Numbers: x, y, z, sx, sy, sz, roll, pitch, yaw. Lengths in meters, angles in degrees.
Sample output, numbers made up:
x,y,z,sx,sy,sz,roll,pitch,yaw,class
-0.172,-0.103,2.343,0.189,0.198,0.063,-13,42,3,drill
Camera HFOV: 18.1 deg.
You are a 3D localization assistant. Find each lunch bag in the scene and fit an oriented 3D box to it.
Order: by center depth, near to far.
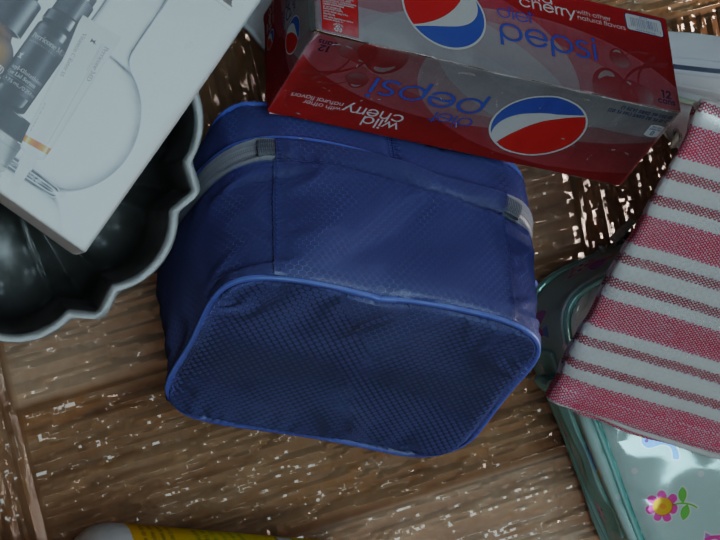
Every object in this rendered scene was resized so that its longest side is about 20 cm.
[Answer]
x,y,z,sx,sy,sz,roll,pitch,yaw,class
0.000,0.000,1.152,0.199,0.136,0.133,12,51,-21,lunch bag
0.183,0.068,1.265,0.160,0.077,0.201,-23,101,-10,lunch bag

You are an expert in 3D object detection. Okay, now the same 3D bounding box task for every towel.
x,y,z,sx,sy,sz,roll,pitch,yaw,class
0.197,0.011,1.163,0.146,0.030,0.200,17,121,-12,towel

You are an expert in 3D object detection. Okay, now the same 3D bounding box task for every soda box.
x,y,z,sx,sy,sz,roll,pitch,yaw,class
0.055,-0.103,1.124,0.199,0.070,0.064,11,55,-20,soda box

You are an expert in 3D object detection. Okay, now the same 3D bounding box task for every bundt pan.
x,y,z,sx,sy,sz,roll,pitch,yaw,class
-0.180,-0.065,1.115,0.201,0.076,0.203,0,90,-10,bundt pan

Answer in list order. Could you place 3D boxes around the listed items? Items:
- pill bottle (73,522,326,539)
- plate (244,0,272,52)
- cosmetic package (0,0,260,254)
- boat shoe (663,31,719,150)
x,y,z,sx,sy,sz,roll,pitch,yaw,class
-0.093,0.185,1.168,0.199,0.104,0.105,8,94,-20,pill bottle
0.001,-0.204,1.167,0.199,0.032,0.200,-42,97,6,plate
-0.169,-0.125,1.055,0.200,0.052,0.151,35,81,-9,cosmetic package
0.182,-0.089,1.186,0.073,0.200,0.067,4,91,-42,boat shoe
